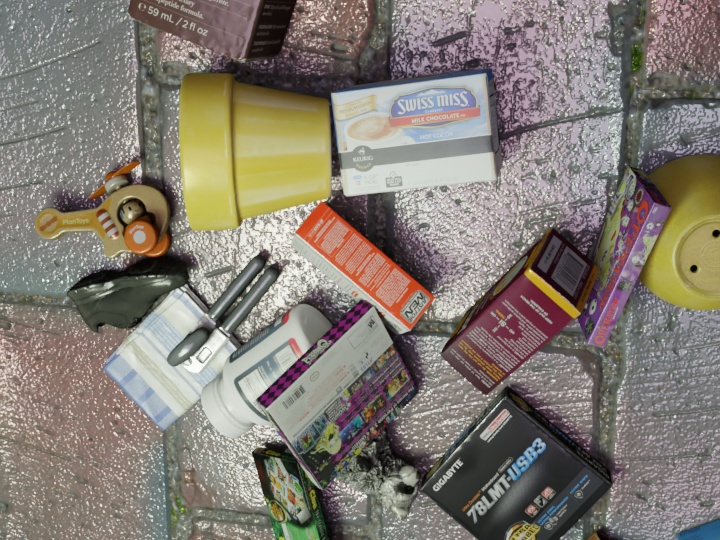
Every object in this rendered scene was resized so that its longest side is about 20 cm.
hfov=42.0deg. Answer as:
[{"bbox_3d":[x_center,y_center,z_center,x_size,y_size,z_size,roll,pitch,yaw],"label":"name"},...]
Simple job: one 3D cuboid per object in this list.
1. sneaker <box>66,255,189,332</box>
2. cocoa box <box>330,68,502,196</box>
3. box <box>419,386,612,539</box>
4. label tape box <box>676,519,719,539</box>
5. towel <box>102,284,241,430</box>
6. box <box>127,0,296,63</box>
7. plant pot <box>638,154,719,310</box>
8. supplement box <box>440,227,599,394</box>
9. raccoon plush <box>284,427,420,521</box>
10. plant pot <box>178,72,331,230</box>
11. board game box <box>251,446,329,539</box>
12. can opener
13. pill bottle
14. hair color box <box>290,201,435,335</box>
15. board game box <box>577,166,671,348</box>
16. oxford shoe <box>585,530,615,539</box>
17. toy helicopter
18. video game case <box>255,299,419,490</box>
[{"bbox_3d":[-0.333,0.037,1.385,0.198,0.076,0.092,-12,110,23],"label":"sneaker"},{"bbox_3d":[0.076,-0.180,1.201,0.197,0.133,0.133,-5,103,12],"label":"cocoa box"},{"bbox_3d":[0.221,0.303,1.349,0.198,0.050,0.201,39,108,-2],"label":"box"},{"bbox_3d":[0.551,0.442,1.310,0.142,0.066,0.202,-26,101,17],"label":"label tape box"},{"bbox_3d":[-0.282,0.132,1.418,0.200,0.024,0.147,-43,93,19],"label":"towel"},{"bbox_3d":[-0.167,-0.387,1.179,0.164,0.164,0.202,21,108,5],"label":"box"},{"bbox_3d":[0.431,-0.033,1.164,0.197,0.142,0.203,3,106,10],"label":"plant pot"},{"bbox_3d":[0.205,0.055,1.218,0.085,0.110,0.200,40,130,0],"label":"supplement box"},{"bbox_3d":[-0.001,0.298,1.394,0.198,0.097,0.135,-6,122,44],"label":"raccoon plush"},{"bbox_3d":[-0.133,-0.157,1.231,0.186,0.201,0.204,-2,105,-5],"label":"plant pot"},{"bbox_3d":[-0.099,0.364,1.412,0.104,0.023,0.203,2,113,38],"label":"board game box"},{"bbox_3d":[-0.194,0.068,1.346,0.053,0.066,0.200,41,92,-2],"label":"can opener"},{"bbox_3d":[-0.126,0.149,1.340,0.199,0.120,0.120,-35,96,18],"label":"pill bottle"},{"bbox_3d":[0.000,0.000,1.277,0.200,0.102,0.061,41,79,-2],"label":"hair color box"},{"bbox_3d":[0.324,-0.018,1.188,0.032,0.120,0.202,13,116,-12],"label":"board game box"},{"bbox_3d":[0.408,0.437,1.336,0.198,0.071,0.072,26,104,5],"label":"oxford shoe"},{"bbox_3d":[-0.371,-0.083,1.348,0.197,0.079,0.134,-4,87,5],"label":"toy helicopter"},{"bbox_3d":[-0.025,0.170,1.272,0.200,0.036,0.182,-43,129,-18],"label":"video game case"}]
